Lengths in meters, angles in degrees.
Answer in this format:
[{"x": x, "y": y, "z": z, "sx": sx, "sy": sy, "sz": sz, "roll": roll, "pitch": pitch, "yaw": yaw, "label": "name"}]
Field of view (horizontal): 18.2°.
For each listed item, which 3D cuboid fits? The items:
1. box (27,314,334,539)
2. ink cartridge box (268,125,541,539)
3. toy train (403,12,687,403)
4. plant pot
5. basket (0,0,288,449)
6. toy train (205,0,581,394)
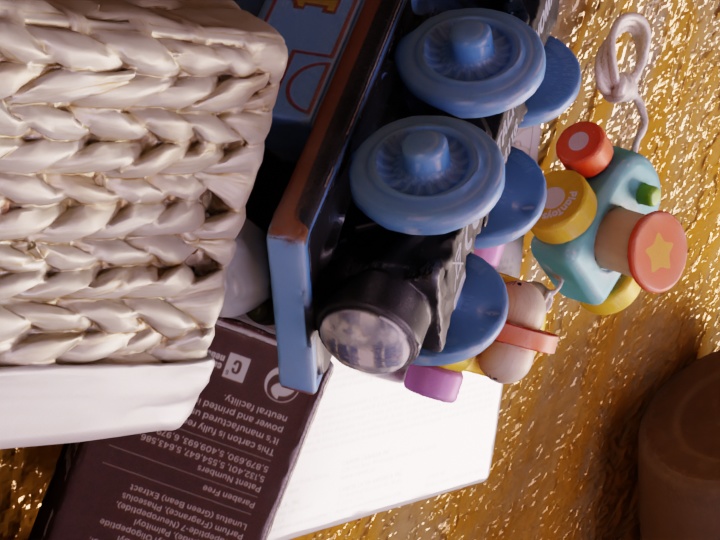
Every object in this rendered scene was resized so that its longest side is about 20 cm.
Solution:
[{"x": -0.081, "y": 0.105, "z": 0.777, "sx": 0.100, "sy": 0.075, "sz": 0.201, "roll": -141, "pitch": -110, "yaw": -80, "label": "box"}, {"x": 0.000, "y": 0.000, "z": 0.897, "sx": 0.160, "sy": 0.047, "sz": 0.201, "roll": -9, "pitch": 110, "yaw": -48, "label": "ink cartridge box"}, {"x": 0.071, "y": -0.026, "z": 0.888, "sx": 0.200, "sy": 0.055, "sz": 0.151, "roll": -23, "pitch": 122, "yaw": -42, "label": "toy train"}, {"x": 0.222, "y": 0.135, "z": 1.189, "sx": 0.200, "sy": 0.200, "sz": 0.175, "roll": -39, "pitch": 126, "yaw": -22, "label": "plant pot"}, {"x": -0.131, "y": -0.035, "z": 0.592, "sx": 0.200, "sy": 0.135, "sz": 0.124, "roll": -2, "pitch": 119, "yaw": -53, "label": "basket"}, {"x": 0.003, "y": -0.051, "z": 0.714, "sx": 0.087, "sy": 0.114, "sz": 0.200, "roll": 84, "pitch": 21, "yaw": -47, "label": "toy train"}]
